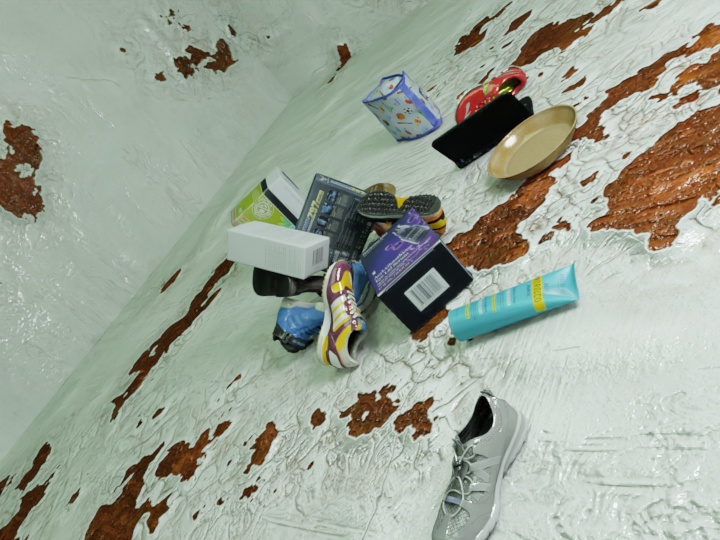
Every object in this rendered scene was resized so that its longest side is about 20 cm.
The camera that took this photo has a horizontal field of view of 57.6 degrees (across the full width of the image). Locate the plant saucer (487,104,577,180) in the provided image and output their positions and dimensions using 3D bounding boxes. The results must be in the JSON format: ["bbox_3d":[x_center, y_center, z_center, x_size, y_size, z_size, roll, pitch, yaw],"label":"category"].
[{"bbox_3d":[0.338,-0.239,1.272,0.200,0.035,0.201,-37,23,19],"label":"plant saucer"}]

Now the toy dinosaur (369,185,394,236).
[{"bbox_3d":[0.033,-0.118,1.495,0.181,0.105,0.201,-17,36,52],"label":"toy dinosaur"}]

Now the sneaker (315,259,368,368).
[{"bbox_3d":[-0.023,0.081,1.223,0.089,0.075,0.202,1,82,34],"label":"sneaker"}]

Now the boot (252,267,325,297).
[{"bbox_3d":[-0.131,0.029,1.455,0.199,0.173,0.070,16,101,50],"label":"boot"}]

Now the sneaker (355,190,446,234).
[{"bbox_3d":[0.083,-0.107,1.345,0.198,0.090,0.070,6,53,33],"label":"sneaker"}]

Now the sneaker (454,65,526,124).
[{"bbox_3d":[0.310,-0.416,1.575,0.200,0.077,0.085,-39,28,14],"label":"sneaker"}]

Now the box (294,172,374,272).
[{"bbox_3d":[-0.060,-0.094,1.444,0.051,0.156,0.201,-94,24,-64],"label":"box"}]

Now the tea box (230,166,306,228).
[{"bbox_3d":[-0.233,-0.147,1.866,0.197,0.200,0.134,-42,23,7],"label":"tea box"}]

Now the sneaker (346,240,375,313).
[{"bbox_3d":[0.000,0.000,1.350,0.078,0.089,0.201,-39,17,41],"label":"sneaker"}]

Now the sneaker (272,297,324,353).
[{"bbox_3d":[-0.107,0.124,1.362,0.199,0.077,0.112,7,73,40],"label":"sneaker"}]

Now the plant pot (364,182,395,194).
[{"bbox_3d":[0.007,-0.162,1.710,0.199,0.027,0.201,-37,24,20],"label":"plant pot"}]

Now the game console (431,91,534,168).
[{"bbox_3d":[0.267,-0.328,1.439,0.199,0.116,0.177,-30,27,29],"label":"game console"}]

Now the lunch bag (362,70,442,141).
[{"bbox_3d":[0.127,-0.459,1.834,0.124,0.170,0.200,-52,22,-7],"label":"lunch bag"}]

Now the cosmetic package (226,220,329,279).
[{"bbox_3d":[-0.176,-0.046,1.393,0.198,0.072,0.101,14,21,25],"label":"cosmetic package"}]

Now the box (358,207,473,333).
[{"bbox_3d":[0.095,-0.006,1.196,0.148,0.104,0.200,-42,23,6],"label":"box"}]

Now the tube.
[{"bbox_3d":[0.226,0.051,0.965,0.199,0.050,0.078,-25,37,29],"label":"tube"}]

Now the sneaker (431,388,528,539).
[{"bbox_3d":[0.125,0.232,0.768,0.074,0.082,0.201,-15,37,49],"label":"sneaker"}]
